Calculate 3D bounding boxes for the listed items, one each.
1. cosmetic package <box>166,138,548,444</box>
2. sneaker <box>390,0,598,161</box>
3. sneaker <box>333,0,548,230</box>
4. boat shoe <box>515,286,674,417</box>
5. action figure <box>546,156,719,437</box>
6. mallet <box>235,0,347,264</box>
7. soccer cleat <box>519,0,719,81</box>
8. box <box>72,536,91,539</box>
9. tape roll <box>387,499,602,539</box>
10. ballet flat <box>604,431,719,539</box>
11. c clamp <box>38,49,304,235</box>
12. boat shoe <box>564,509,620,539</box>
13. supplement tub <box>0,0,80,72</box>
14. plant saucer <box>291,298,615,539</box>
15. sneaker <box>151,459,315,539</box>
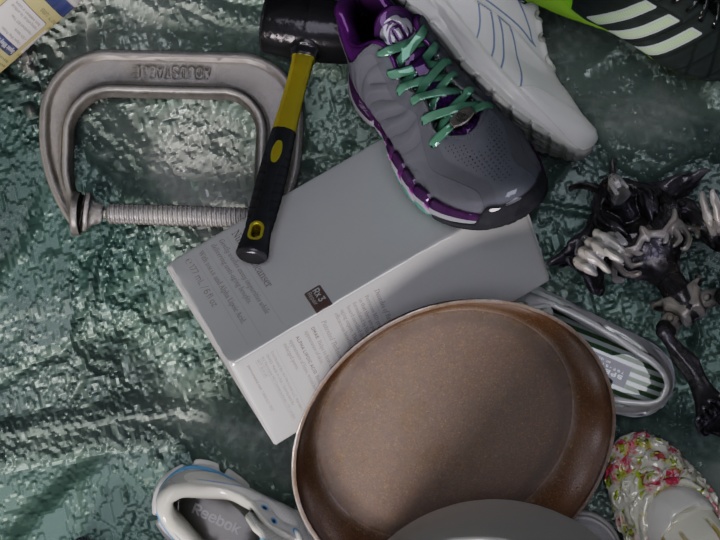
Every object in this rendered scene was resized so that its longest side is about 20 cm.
[{"bbox_3d":[0.000,0.000,1.117,0.199,0.081,0.113,-33,44,-6],"label":"cosmetic package"},{"bbox_3d":[0.084,-0.154,1.163,0.087,0.075,0.200,-41,86,-6],"label":"sneaker"},{"bbox_3d":[0.035,-0.100,1.074,0.074,0.088,0.200,-33,41,-9],"label":"sneaker"},{"bbox_3d":[0.102,0.037,1.150,0.198,0.067,0.074,14,87,4],"label":"boat shoe"},{"bbox_3d":[0.186,-0.005,1.105,0.118,0.102,0.201,-28,59,-6],"label":"action figure"},{"bbox_3d":[-0.055,-0.092,1.140,0.065,0.041,0.201,15,57,10],"label":"mallet"},{"bbox_3d":[0.186,-0.169,1.131,0.198,0.081,0.068,17,65,-13],"label":"soccer cleat"},{"bbox_3d":[-0.113,0.268,1.161,0.198,0.040,0.138,21,87,5],"label":"box"},{"bbox_3d":[0.072,0.238,1.035,0.200,0.139,0.205,0,91,7],"label":"tape roll"},{"bbox_3d":[0.212,0.191,1.135,0.075,0.064,0.202,-21,86,-16],"label":"ballet flat"},{"bbox_3d":[-0.113,-0.059,1.188,0.198,0.027,0.173,7,87,3],"label":"c clamp"},{"bbox_3d":[0.112,0.246,1.135,0.071,0.069,0.202,24,88,4],"label":"boat shoe"},{"bbox_3d":[-0.284,-0.166,1.146,0.200,0.144,0.145,-41,85,0],"label":"supplement tub"},{"bbox_3d":[0.053,0.099,1.102,0.198,0.032,0.202,-7,118,-12],"label":"plant saucer"},{"bbox_3d":[-0.042,0.180,1.140,0.198,0.087,0.076,21,86,3],"label":"sneaker"}]
